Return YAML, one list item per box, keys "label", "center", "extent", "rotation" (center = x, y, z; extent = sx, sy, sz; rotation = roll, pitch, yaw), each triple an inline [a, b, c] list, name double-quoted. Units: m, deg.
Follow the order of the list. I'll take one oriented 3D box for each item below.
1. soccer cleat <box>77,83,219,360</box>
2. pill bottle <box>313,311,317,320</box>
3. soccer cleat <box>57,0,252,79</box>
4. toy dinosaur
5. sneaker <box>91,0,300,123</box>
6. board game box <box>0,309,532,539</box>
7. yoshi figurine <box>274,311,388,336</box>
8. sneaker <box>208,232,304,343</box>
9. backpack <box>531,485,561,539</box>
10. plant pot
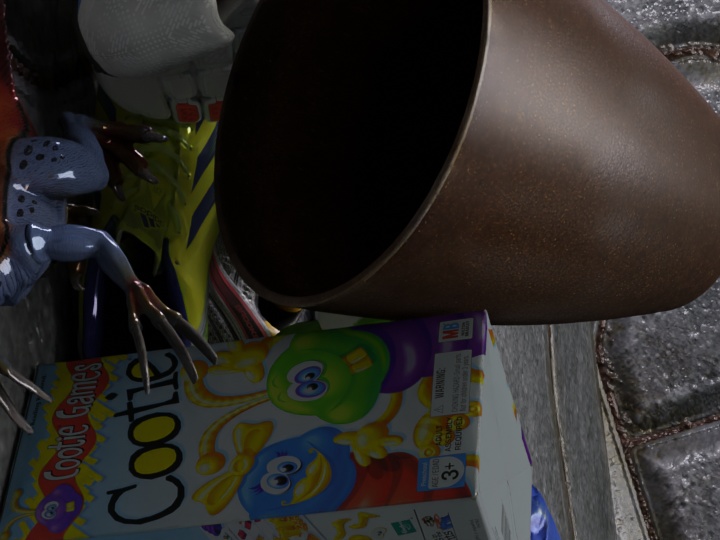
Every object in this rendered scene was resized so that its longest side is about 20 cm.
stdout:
- label: "soccer cleat"
  center: [-0.097, -0.025, 1.033]
  extent: [0.084, 0.064, 0.201]
  rotation: [83, 7, -69]
- label: "pill bottle"
  center: [0.025, 0.094, 1.440]
  extent: [0.113, 0.113, 0.201]
  rotation: [61, 26, -61]
- label: "soccer cleat"
  center: [-0.057, -0.156, 0.975]
  extent: [0.070, 0.086, 0.201]
  rotation: [58, 39, -37]
- label: "toy dinosaur"
  center: [-0.148, -0.005, 0.862]
  extent: [0.200, 0.105, 0.181]
  rotation: [47, 25, 8]
- label: "sneaker"
  center: [-0.046, -0.134, 1.061]
  extent: [0.082, 0.199, 0.077]
  rotation: [51, -32, 31]
- label: "board game box"
  center: [-0.035, 0.097, 0.940]
  extent: [0.103, 0.199, 0.105]
  rotation: [-84, 162, -45]
- label: "yoshi figurine"
  center: [-0.015, 0.004, 1.086]
  extent: [0.112, 0.112, 0.201]
  rotation: [109, -20, -48]
- label: "sneaker"
  center: [-0.058, -0.007, 1.176]
  extent: [0.078, 0.082, 0.201]
  rotation: [69, 18, -49]
- label: "backpack"
  center: [0.038, 0.200, 1.234]
  extent: [0.168, 0.162, 0.201]
  rotation: [73, 29, -47]
- label: "plant pot"
  center: [0.069, -0.051, 0.985]
  extent: [0.199, 0.187, 0.188]
  rotation: [18, 59, -35]
